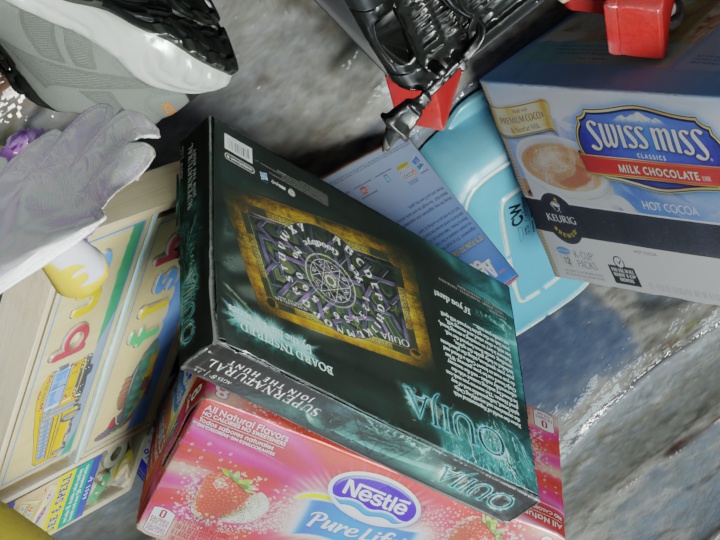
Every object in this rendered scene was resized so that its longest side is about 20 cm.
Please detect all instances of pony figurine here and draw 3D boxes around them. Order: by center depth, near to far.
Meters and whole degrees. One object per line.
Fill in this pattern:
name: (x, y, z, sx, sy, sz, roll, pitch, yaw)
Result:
pony figurine: (-0.169, -0.023, 0.684, 0.193, 0.167, 0.200, -39, 157, 1)

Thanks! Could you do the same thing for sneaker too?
sneaker: (-0.140, -0.110, 0.808, 0.079, 0.074, 0.200, -38, 142, 22)

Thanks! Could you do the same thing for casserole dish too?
casserole dish: (0.093, -0.029, 1.120, 0.121, 0.039, 0.201, -33, 140, -15)

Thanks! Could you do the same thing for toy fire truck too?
toy fire truck: (0.096, -0.164, 0.942, 0.049, 0.140, 0.201, 69, 33, -63)

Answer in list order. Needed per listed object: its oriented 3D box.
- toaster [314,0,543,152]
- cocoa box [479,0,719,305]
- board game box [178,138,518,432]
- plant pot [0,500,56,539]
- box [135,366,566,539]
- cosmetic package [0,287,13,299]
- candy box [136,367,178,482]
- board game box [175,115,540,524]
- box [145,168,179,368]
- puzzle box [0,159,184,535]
toaster: (0.033, -0.195, 0.842, 0.200, 0.119, 0.181, -39, 141, -7)
cocoa box: (0.186, -0.073, 0.991, 0.133, 0.199, 0.132, -36, 115, -25)
board game box: (0.000, 0.000, 0.955, 0.019, 0.103, 0.200, -43, 173, 37)
plant pot: (-0.229, 0.146, 0.786, 0.200, 0.200, 0.142, -40, 101, -4)
box: (-0.003, 0.102, 0.949, 0.199, 0.100, 0.096, 23, 122, -12)
cosmetic package: (-0.227, -0.050, 0.775, 0.106, 0.090, 0.201, -33, 138, -15)
candy box: (-0.025, 0.087, 1.090, 0.200, 0.077, 0.169, -38, 142, -5)
board game box: (0.000, 0.025, 0.877, 0.199, 0.136, 0.028, 29, 129, -32)
box: (-0.172, 0.038, 0.942, 0.199, 0.040, 0.137, -36, 143, -10)
puzzle box: (-0.132, 0.046, 0.896, 0.133, 0.025, 0.201, -26, 143, -54)
